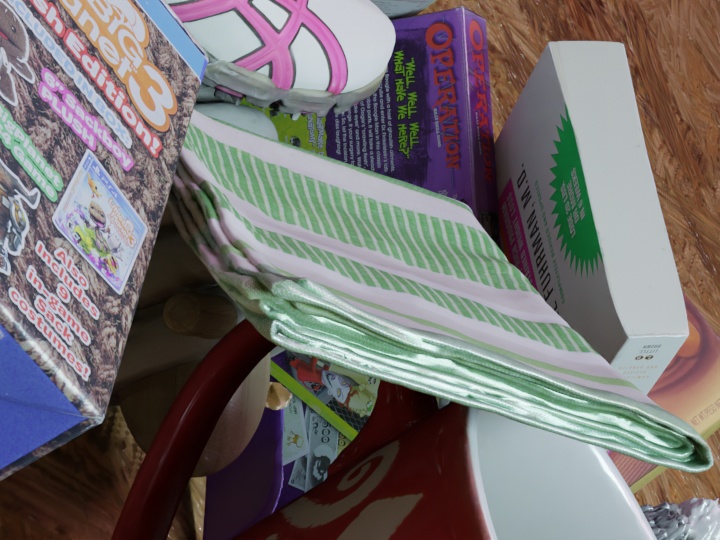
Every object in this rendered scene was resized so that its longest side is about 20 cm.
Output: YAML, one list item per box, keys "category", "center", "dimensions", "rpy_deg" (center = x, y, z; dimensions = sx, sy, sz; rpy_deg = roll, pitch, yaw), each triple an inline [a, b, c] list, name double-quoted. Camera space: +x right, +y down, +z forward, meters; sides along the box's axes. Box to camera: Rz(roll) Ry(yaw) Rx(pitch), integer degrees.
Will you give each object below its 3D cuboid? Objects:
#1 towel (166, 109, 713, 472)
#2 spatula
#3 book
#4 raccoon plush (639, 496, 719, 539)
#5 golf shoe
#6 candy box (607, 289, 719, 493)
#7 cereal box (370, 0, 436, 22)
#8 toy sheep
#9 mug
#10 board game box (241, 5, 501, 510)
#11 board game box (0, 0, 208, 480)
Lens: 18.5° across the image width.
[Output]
- category: "towel"
  center: [0.007, -0.003, 0.692]
  dimensions: [0.152, 0.023, 0.200]
  rpy_deg: [19, 12, -24]
- category: "spatula"
  center: [-0.061, 0.020, 0.898]
  dimensions: [0.020, 0.056, 0.201]
  rpy_deg: [7, 59, -38]
- category: "book"
  center: [0.076, 0.020, 0.906]
  dimensions: [0.048, 0.200, 0.134]
  rpy_deg: [0, 58, -16]
- category: "raccoon plush"
  center: [0.061, 0.162, 0.852]
  dimensions: [0.097, 0.199, 0.135]
  rpy_deg: [69, 9, -64]
- category: "golf shoe"
  center: [-0.050, -0.112, 0.774]
  dimensions: [0.200, 0.092, 0.073]
  rpy_deg: [15, 22, -48]
- category: "candy box"
  center: [0.088, 0.064, 1.057]
  dimensions: [0.200, 0.056, 0.117]
  rpy_deg: [-28, 75, -42]
- category: "cereal box"
  center: [-0.013, -0.167, 0.955]
  dimensions: [0.039, 0.200, 0.145]
  rpy_deg: [1, 78, -23]
- category: "toy sheep"
  center: [-0.083, -0.020, 0.827]
  dimensions: [0.138, 0.137, 0.201]
  rpy_deg: [5, 69, -64]
- category: "mug"
  center: [-0.012, 0.119, 0.713]
  dimensions: [0.133, 0.199, 0.178]
  rpy_deg: [38, 30, -42]
- category: "board game box"
  center: [0.000, 0.000, 0.911]
  dimensions: [0.032, 0.120, 0.201]
  rpy_deg: [12, 74, -58]
- category: "board game box"
  center: [-0.146, -0.013, 0.640]
  dimensions: [0.097, 0.159, 0.200]
  rpy_deg: [51, 24, -24]
